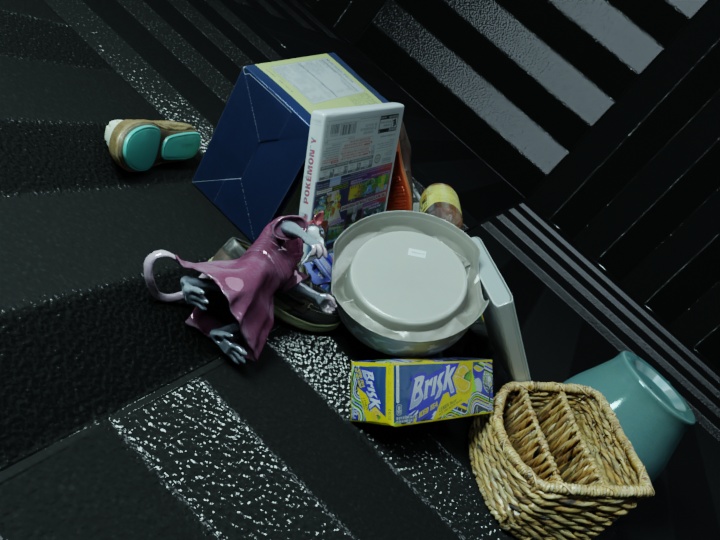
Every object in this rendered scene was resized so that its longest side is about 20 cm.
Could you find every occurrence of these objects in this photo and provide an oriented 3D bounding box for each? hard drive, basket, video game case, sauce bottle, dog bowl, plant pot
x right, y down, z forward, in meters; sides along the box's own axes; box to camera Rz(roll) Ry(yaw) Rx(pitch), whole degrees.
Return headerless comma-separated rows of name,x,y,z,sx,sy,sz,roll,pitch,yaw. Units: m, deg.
hard drive,0.188,0.068,0.934,0.132,0.026,0.200,-108,177,-49
basket,0.229,0.217,0.845,0.143,0.149,0.200,34,23,-16
video game case,-0.012,-0.118,0.881,0.023,0.183,0.200,20,24,24
sauce bottle,0.117,-0.074,1.003,0.066,0.066,0.200,37,19,-9
dog bowl,0.057,0.018,0.844,0.200,0.059,0.200,3,51,-4
plant pot,0.365,0.225,1.003,0.200,0.188,0.200,34,22,-15

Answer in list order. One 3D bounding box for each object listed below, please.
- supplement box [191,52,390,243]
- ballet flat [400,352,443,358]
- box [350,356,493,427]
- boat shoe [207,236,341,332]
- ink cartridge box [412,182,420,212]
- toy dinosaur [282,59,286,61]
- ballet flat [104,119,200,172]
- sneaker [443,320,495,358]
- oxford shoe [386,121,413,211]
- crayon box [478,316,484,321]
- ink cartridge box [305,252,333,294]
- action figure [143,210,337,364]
supplement box,-0.088,-0.172,0.952,0.134,0.200,0.200,44,37,10
ballet flat,0.082,0.080,0.928,0.068,0.068,0.200,42,46,-77
box,0.077,0.138,0.804,0.200,0.064,0.070,6,82,-47
boat shoe,-0.087,0.018,0.819,0.200,0.065,0.073,22,26,-42
ink cartridge box,0.039,-0.095,1.126,0.200,0.116,0.067,63,26,8
toy dinosaur,-0.089,-0.268,1.115,0.200,0.136,0.086,17,7,23
ballet flat,-0.280,-0.169,0.886,0.072,0.068,0.200,22,19,8
sneaker,0.153,0.115,1.032,0.200,0.076,0.091,29,45,-53
oxford shoe,0.057,-0.145,1.042,0.071,0.200,0.073,5,24,33
crayon box,0.152,0.008,1.148,0.126,0.052,0.200,-88,155,-64
ink cartridge box,0.000,0.000,0.989,0.200,0.076,0.137,12,34,-53
action figure,-0.104,0.000,0.732,0.149,0.134,0.200,22,47,16
